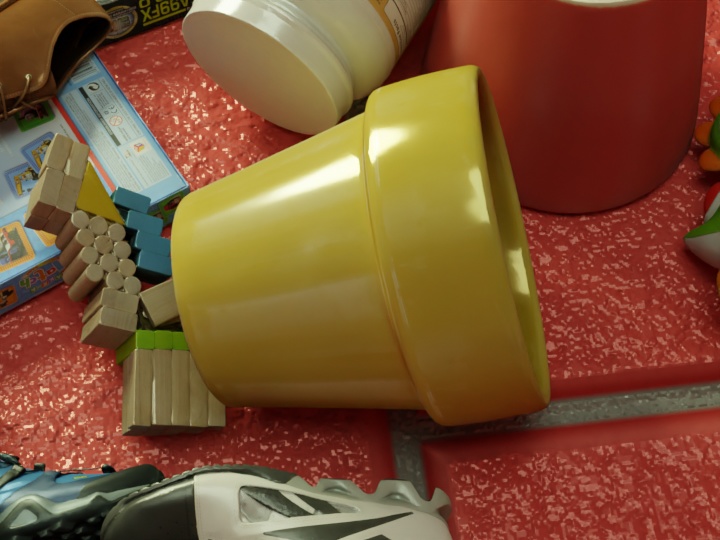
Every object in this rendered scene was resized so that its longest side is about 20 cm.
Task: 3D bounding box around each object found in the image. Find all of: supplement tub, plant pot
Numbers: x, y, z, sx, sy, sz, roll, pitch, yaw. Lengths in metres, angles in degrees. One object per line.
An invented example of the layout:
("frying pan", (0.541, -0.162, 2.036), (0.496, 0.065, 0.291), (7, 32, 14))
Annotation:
("supplement tub", (-0.017, -0.207, 0.918), (0.144, 0.145, 0.201), (27, 71, 15))
("plant pot", (0.138, -0.167, 0.883), (0.198, 0.178, 0.202), (0, 60, 0))
("plant pot", (0.000, 0.000, 0.788), (0.187, 0.201, 0.202), (-13, 59, 11))

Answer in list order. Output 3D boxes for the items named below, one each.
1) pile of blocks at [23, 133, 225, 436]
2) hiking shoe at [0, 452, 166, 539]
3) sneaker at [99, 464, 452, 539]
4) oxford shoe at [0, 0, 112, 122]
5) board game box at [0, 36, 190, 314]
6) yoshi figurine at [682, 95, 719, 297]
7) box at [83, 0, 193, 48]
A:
("pile of blocks", (-0.143, 0.014, 0.833), (0.082, 0.062, 0.201), (-21, 84, -30))
("hiking shoe", (-0.209, 0.128, 0.768), (0.198, 0.075, 0.087), (-11, 61, -7))
("sneaker", (-0.041, 0.160, 0.731), (0.198, 0.074, 0.089), (2, 44, -8))
("oxford shoe", (-0.241, -0.123, 0.878), (0.071, 0.072, 0.200), (32, 62, 16))
("board game box", (-0.234, -0.054, 0.896), (0.199, 0.037, 0.152), (-29, 64, -17))
("yoshi figurine", (0.282, -0.058, 0.868), (0.111, 0.113, 0.201), (15, 57, -10))
("box", (-0.166, -0.276, 1.021), (0.159, 0.044, 0.201), (-23, 62, -13))
